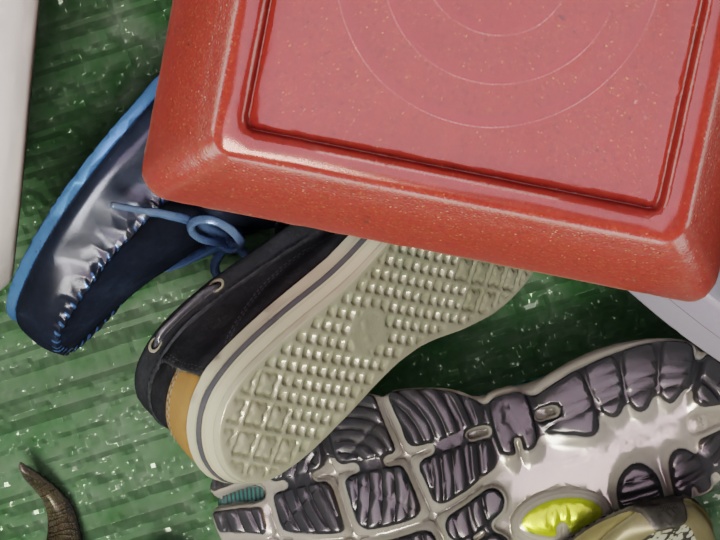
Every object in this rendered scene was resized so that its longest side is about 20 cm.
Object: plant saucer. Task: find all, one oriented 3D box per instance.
[{"bbox_3d":[0.042,-0.102,0.742,0.198,0.037,0.202,11,99,-4],"label":"plant saucer"}]

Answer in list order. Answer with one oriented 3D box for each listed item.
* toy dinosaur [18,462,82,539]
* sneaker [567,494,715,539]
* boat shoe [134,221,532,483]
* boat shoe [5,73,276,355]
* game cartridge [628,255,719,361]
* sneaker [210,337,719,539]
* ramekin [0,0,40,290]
[{"bbox_3d":[-0.091,0.171,0.857,0.102,0.077,0.201,-30,98,-4],"label":"toy dinosaur"},{"bbox_3d":[0.104,0.172,0.822,0.076,0.089,0.201,-10,123,-24],"label":"sneaker"},{"bbox_3d":[0.000,0.000,0.815,0.200,0.062,0.075,-39,131,-30],"label":"boat shoe"},{"bbox_3d":[-0.046,-0.042,0.828,0.069,0.084,0.200,41,97,7],"label":"boat shoe"},{"bbox_3d":[0.133,-0.045,0.823,0.200,0.042,0.133,42,67,-4],"label":"game cartridge"},{"bbox_3d":[0.045,0.077,0.843,0.198,0.080,0.078,-11,86,-3],"label":"sneaker"},{"bbox_3d":[-0.156,-0.084,0.772,0.097,0.200,0.202,5,96,-8],"label":"ramekin"}]
